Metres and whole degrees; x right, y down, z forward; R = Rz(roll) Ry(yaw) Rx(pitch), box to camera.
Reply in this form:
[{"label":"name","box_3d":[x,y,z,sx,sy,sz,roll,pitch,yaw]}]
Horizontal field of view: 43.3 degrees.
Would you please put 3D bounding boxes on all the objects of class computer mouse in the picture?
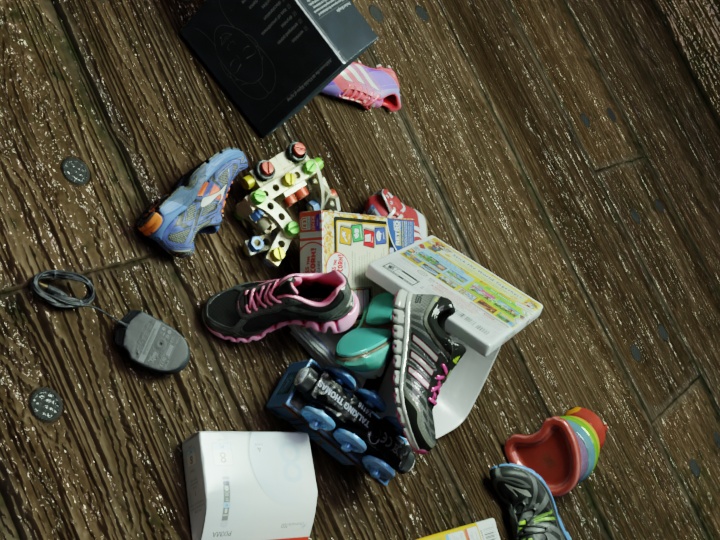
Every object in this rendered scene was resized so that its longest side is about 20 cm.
[{"label":"computer mouse","box_3d":[-0.281,0.059,1.026,0.198,0.034,0.059,34,62,-19]}]

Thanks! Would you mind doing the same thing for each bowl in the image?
[{"label":"bowl","box_3d":[0.105,0.139,1.265,0.074,0.203,0.198,36,27,32]}]

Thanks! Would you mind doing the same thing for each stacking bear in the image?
[{"label":"stacking bear","box_3d":[0.336,0.279,1.461,0.199,0.121,0.115,-13,73,-56]}]

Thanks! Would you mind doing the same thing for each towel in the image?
[{"label":"towel","box_3d":[-0.017,0.066,1.292,0.147,0.024,0.201,48,41,-14]}]

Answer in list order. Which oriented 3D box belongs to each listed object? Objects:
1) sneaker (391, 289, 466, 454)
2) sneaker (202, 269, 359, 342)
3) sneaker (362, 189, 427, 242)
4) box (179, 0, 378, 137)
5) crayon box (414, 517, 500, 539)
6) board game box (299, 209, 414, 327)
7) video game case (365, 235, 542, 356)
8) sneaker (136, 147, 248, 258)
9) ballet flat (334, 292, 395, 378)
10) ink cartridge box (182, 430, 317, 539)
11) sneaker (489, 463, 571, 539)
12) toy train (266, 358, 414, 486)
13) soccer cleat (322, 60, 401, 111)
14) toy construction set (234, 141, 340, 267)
[{"label":"sneaker","box_3d":[0.087,0.119,1.104,0.074,0.086,0.204,50,36,-68]},{"label":"sneaker","box_3d":[-0.100,0.034,1.113,0.196,0.096,0.080,-7,64,-2]},{"label":"sneaker","box_3d":[0.055,-0.048,1.377,0.112,0.071,0.201,33,24,-27]},{"label":"box","box_3d":[-0.117,-0.339,1.303,0.198,0.199,0.124,52,40,-7]},{"label":"crayon box","box_3d":[0.119,0.411,1.195,0.198,0.051,0.128,3,64,-46]},{"label":"board game box","box_3d":[0.000,0.000,1.256,0.198,0.046,0.155,3,86,-49]},{"label":"video game case","box_3d":[0.130,0.028,1.232,0.198,0.023,0.181,33,30,22]},{"label":"sneaker","box_3d":[-0.205,-0.087,1.168,0.079,0.075,0.201,54,48,-18]},{"label":"ballet flat","box_3d":[0.019,0.097,1.158,0.200,0.066,0.072,-53,139,-64]},{"label":"ink cartridge box","box_3d":[-0.116,0.286,1.034,0.158,0.047,0.203,10,57,-42]},{"label":"sneaker","box_3d":[0.255,0.375,1.340,0.202,0.070,0.082,61,34,-2]},{"label":"toy train","box_3d":[-0.019,0.191,1.140,0.200,0.114,0.087,42,62,-20]},{"label":"soccer cleat","box_3d":[0.000,-0.303,1.509,0.198,0.066,0.078,-13,80,-51]},{"label":"toy construction set","box_3d":[-0.096,-0.096,1.257,0.132,0.092,0.199,56,40,-2]}]
